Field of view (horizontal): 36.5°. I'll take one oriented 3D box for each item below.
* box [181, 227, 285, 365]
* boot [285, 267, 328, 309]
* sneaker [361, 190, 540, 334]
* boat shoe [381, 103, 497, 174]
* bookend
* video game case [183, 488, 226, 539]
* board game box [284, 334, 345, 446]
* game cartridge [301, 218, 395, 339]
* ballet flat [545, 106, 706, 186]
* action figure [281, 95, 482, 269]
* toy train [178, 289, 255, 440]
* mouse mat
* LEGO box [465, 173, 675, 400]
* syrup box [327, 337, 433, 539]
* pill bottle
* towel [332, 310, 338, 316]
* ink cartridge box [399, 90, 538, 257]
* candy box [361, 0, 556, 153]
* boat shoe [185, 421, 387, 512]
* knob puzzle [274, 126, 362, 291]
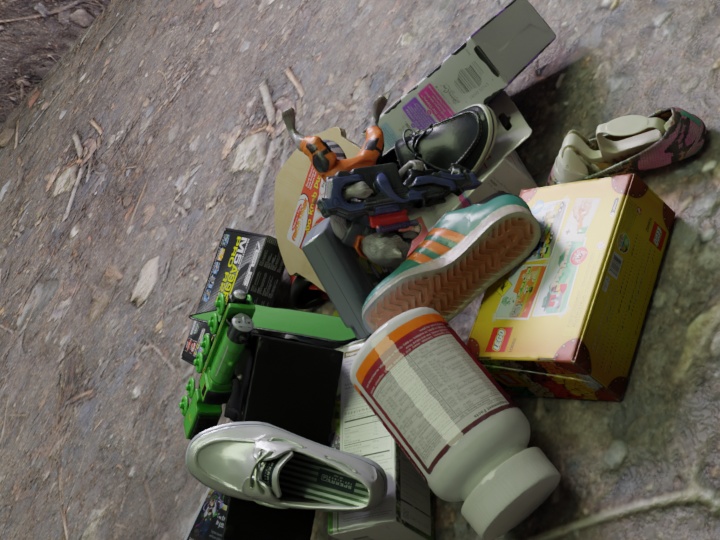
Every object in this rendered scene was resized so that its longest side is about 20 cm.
[{"bbox_3d":[-0.174,0.046,1.511,0.160,0.044,0.202,13,84,63],"label":"box"},{"bbox_3d":[-0.029,-0.044,1.430,0.200,0.072,0.145,-49,31,25],"label":"boot"},{"bbox_3d":[0.085,-0.007,1.090,0.199,0.072,0.080,-33,27,8],"label":"sneaker"},{"bbox_3d":[0.071,-0.122,1.225,0.199,0.062,0.075,-30,66,39],"label":"boat shoe"},{"bbox_3d":[-0.103,0.170,1.166,0.200,0.091,0.201,-178,98,-73],"label":"bookend"},{"bbox_3d":[-0.162,0.353,1.281,0.199,0.023,0.183,1,62,55],"label":"video game case"},{"bbox_3d":[-0.047,0.161,1.265,0.199,0.043,0.201,14,73,49],"label":"board game box"},{"bbox_3d":[0.000,0.000,1.198,0.041,0.134,0.200,-35,-4,15],"label":"game cartridge"},{"bbox_3d":[0.254,-0.122,1.119,0.199,0.071,0.070,-22,45,42],"label":"ballet flat"},{"bbox_3d":[0.020,-0.089,1.155,0.105,0.198,0.195,-53,48,50],"label":"action figure"},{"bbox_3d":[-0.149,0.103,1.133,0.057,0.041,0.201,-108,32,-42],"label":"toy train"},{"bbox_3d":[-0.076,0.059,1.241,0.198,0.161,0.008,7,96,22],"label":"mouse mat"},{"bbox_3d":[0.200,0.017,1.056,0.148,0.077,0.202,-4,58,52],"label":"LEGO box"},{"bbox_3d":[0.021,0.175,1.108,0.081,0.079,0.202,-17,55,26],"label":"syrup box"},{"bbox_3d":[0.086,0.139,1.002,0.110,0.109,0.200,-46,63,13],"label":"pill bottle"},{"bbox_3d":[-0.042,0.103,1.357,0.201,0.018,0.086,-56,32,-1],"label":"towel"},{"bbox_3d":[0.130,-0.099,1.268,0.200,0.067,0.117,-45,33,18],"label":"ink cartridge box"},{"bbox_3d":[0.117,-0.220,1.303,0.200,0.072,0.168,-37,6,41],"label":"candy box"},{"bbox_3d":[-0.073,0.183,1.016,0.197,0.067,0.075,5,87,10],"label":"boat shoe"},{"bbox_3d":[-0.050,-0.086,1.395,0.219,0.030,0.223,-14,72,50],"label":"knob puzzle"}]
